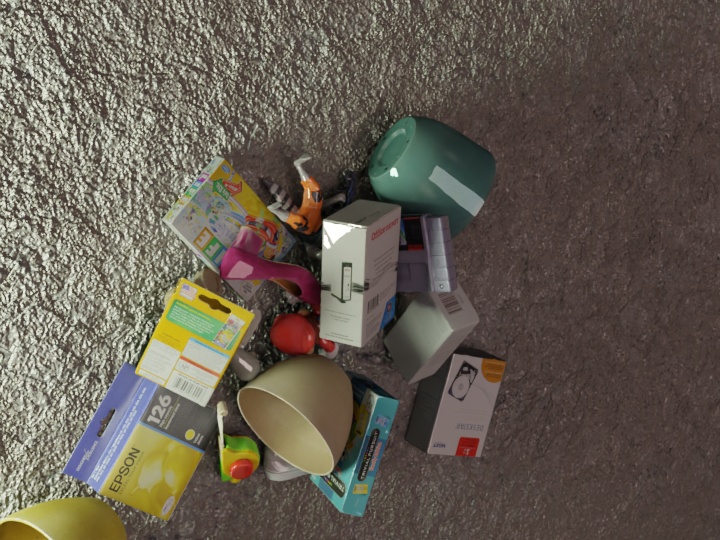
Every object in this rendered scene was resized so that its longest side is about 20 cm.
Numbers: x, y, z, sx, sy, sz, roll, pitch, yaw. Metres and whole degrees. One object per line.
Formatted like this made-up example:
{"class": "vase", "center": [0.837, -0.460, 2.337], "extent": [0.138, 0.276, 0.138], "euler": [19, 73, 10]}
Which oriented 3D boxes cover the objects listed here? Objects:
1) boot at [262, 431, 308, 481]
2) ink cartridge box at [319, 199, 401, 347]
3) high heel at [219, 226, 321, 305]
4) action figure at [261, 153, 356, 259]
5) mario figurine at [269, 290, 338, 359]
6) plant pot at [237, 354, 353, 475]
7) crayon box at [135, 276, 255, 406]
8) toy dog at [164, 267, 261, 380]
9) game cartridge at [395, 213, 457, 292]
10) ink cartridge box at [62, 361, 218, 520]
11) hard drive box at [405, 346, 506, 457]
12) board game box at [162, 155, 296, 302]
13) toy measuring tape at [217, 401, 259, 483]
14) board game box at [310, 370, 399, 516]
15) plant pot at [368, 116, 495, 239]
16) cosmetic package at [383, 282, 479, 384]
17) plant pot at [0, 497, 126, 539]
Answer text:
{"class": "boot", "center": [-0.082, 0.304, 1.759], "extent": [0.197, 0.073, 0.098], "euler": [-12, 117, -33]}
{"class": "ink cartridge box", "center": [0.000, 0.000, 1.606], "extent": [0.146, 0.083, 0.204], "euler": [-35, 131, -60]}
{"class": "high heel", "center": [-0.140, 0.023, 1.585], "extent": [0.200, 0.067, 0.097], "euler": [43, 58, -33]}
{"class": "action figure", "center": [-0.076, -0.104, 1.657], "extent": [0.195, 0.103, 0.203], "euler": [59, 37, -42]}
{"class": "mario figurine", "center": [-0.082, 0.088, 1.715], "extent": [0.198, 0.125, 0.106], "euler": [-15, 155, -41]}
{"class": "plant pot", "center": [-0.088, 0.220, 1.634], "extent": [0.135, 0.198, 0.203], "euler": [-48, 127, -33]}
{"class": "crayon box", "center": [-0.249, 0.100, 1.504], "extent": [0.124, 0.052, 0.202], "euler": [27, 120, -9]}
{"class": "toy dog", "center": [-0.227, 0.075, 1.577], "extent": [0.097, 0.129, 0.203], "euler": [-66, 147, -54]}
{"class": "game cartridge", "center": [0.069, -0.029, 1.665], "extent": [0.038, 0.197, 0.132], "euler": [-26, 109, -47]}
{"class": "ink cartridge box", "center": [-0.342, 0.276, 1.577], "extent": [0.199, 0.047, 0.200], "euler": [34, 83, -41]}
{"class": "hard drive box", "center": [0.190, 0.258, 1.952], "extent": [0.154, 0.076, 0.204], "euler": [10, 97, -38]}
{"class": "board game box", "center": [-0.208, -0.065, 1.586], "extent": [0.135, 0.034, 0.200], "euler": [-51, 127, -14]}
{"class": "toy measuring tape", "center": [-0.203, 0.288, 1.645], "extent": [0.073, 0.074, 0.203], "euler": [-24, 139, -29]}
{"class": "board game box", "center": [-0.013, 0.290, 1.674], "extent": [0.046, 0.151, 0.204], "euler": [16, 93, -25]}
{"class": "plant pot", "center": [0.110, -0.169, 1.702], "extent": [0.160, 0.200, 0.203], "euler": [35, 82, -24]}
{"class": "cosmetic package", "center": [0.125, 0.110, 1.780], "extent": [0.073, 0.103, 0.201], "euler": [-16, 156, -32]}
{"class": "plant pot", "center": [-0.435, 0.422, 1.475], "extent": [0.142, 0.196, 0.204], "euler": [-35, 125, -53]}
